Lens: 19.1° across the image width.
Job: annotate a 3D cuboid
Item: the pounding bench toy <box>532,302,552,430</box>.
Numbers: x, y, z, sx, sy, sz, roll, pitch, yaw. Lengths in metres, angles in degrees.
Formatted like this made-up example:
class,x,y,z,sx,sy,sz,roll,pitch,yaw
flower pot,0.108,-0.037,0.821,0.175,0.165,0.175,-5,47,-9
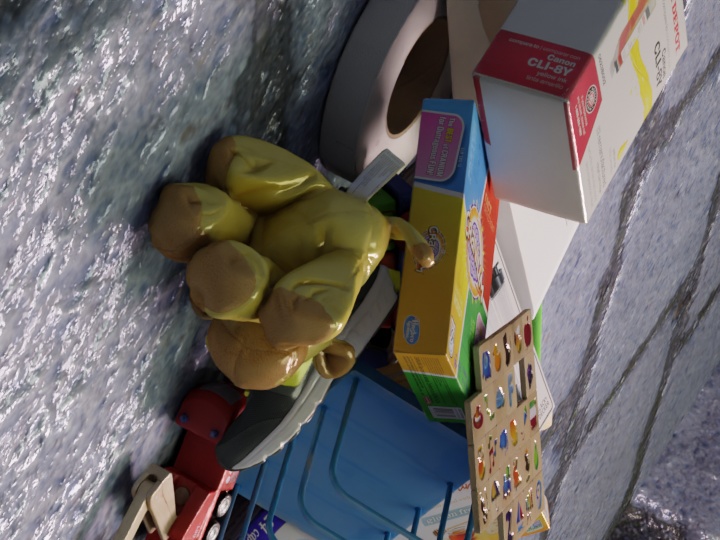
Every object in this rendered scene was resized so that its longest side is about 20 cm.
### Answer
class,x,y,z,sx,sy,sz,roll,pitch,yaw
pounding bench toy,0.117,0.038,1.987,0.157,0.199,0.124,-62,163,0

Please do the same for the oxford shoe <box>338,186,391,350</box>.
class,x,y,z,sx,sy,sz,roll,pitch,yaw
oxford shoe,0.000,0.000,1.793,0.071,0.074,0.200,-56,161,-22

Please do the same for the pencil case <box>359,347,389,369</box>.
class,x,y,z,sx,sy,sz,roll,pitch,yaw
pencil case,0.000,0.106,1.823,0.199,0.087,0.078,13,133,-46

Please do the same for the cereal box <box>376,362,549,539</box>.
class,x,y,z,sx,sy,sz,roll,pitch,yaw
cereal box,0.058,0.155,1.756,0.040,0.143,0.201,-92,159,-49

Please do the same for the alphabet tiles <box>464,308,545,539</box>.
class,x,y,z,sx,sy,sz,roll,pitch,yaw
alphabet tiles,0.112,0.130,1.665,0.200,0.007,0.169,-26,113,-69

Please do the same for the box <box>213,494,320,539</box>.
class,x,y,z,sx,sy,sz,roll,pitch,yaw
box,-0.031,0.265,1.853,0.105,0.200,0.184,-27,-163,48

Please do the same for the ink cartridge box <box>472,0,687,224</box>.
class,x,y,z,sx,sy,sz,roll,pitch,yaw
ink cartridge box,0.172,-0.162,1.637,0.201,0.083,0.146,-58,151,-29

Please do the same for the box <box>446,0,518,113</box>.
class,x,y,z,sx,sy,sz,roll,pitch,yaw
box,0.125,-0.164,1.733,0.095,0.077,0.201,-53,148,-39

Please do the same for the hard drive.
class,x,y,z,sx,sy,sz,roll,pitch,yaw
hard drive,0.156,-0.062,1.915,0.200,0.025,0.133,-57,138,-56

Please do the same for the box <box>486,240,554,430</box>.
class,x,y,z,sx,sy,sz,roll,pitch,yaw
box,0.093,0.063,1.822,0.117,0.060,0.201,-52,128,-51

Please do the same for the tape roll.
class,x,y,z,sx,sy,sz,roll,pitch,yaw
tape roll,0.033,-0.161,1.721,0.203,0.037,0.203,-54,161,-28

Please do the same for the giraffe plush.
class,x,y,z,sx,sy,sz,roll,pitch,yaw
giraffe plush,-0.060,0.012,1.511,0.199,0.173,0.163,-24,153,-39

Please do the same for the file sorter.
class,x,y,z,sx,sy,sz,roll,pitch,yaw
file sorter,-0.011,0.194,1.681,0.200,0.138,0.123,-43,-158,42

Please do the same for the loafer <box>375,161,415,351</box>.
class,x,y,z,sx,sy,sz,roll,pitch,yaw
loafer,0.034,-0.001,1.901,0.201,0.069,0.070,-67,163,12

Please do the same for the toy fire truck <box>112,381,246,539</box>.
class,x,y,z,sx,sy,sz,roll,pitch,yaw
toy fire truck,-0.152,0.182,1.654,0.202,0.048,0.141,-68,160,7

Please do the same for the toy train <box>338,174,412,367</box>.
class,x,y,z,sx,sy,sz,roll,pitch,yaw
toy train,-0.010,0.029,1.696,0.115,0.085,0.202,-9,117,-21

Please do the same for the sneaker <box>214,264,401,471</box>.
class,x,y,z,sx,sy,sz,roll,pitch,yaw
sneaker,-0.054,0.061,1.629,0.200,0.084,0.074,-52,-175,2

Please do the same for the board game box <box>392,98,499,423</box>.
class,x,y,z,sx,sy,sz,roll,pitch,yaw
board game box,0.067,-0.005,1.606,0.153,0.040,0.202,62,32,-65
